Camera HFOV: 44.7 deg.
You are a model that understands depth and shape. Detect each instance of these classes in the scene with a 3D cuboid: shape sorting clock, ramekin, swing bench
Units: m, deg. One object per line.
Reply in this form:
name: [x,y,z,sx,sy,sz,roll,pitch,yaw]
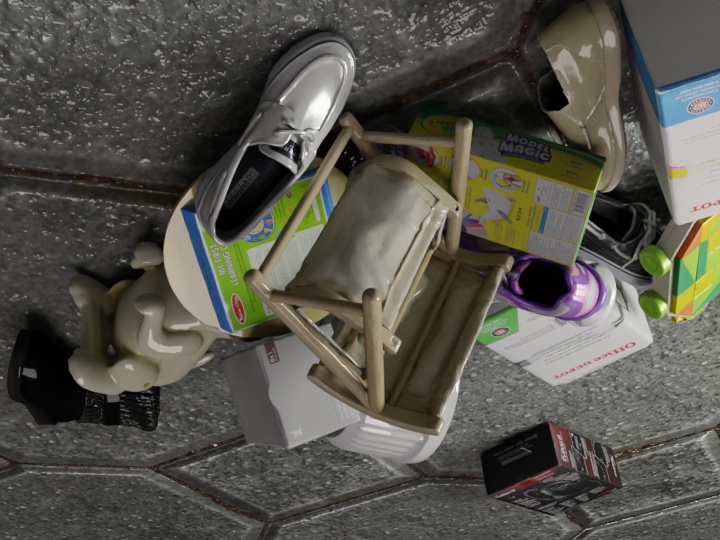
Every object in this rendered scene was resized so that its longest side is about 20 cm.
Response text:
shape sorting clock: [-0.087,-0.023,0.834,0.199,0.039,0.201,-10,122,-17]
ramekin: [0.018,0.114,0.991,0.105,0.201,0.200,9,142,-23]
swing bench: [0.028,0.002,0.771,0.129,0.199,0.200,9,145,30]

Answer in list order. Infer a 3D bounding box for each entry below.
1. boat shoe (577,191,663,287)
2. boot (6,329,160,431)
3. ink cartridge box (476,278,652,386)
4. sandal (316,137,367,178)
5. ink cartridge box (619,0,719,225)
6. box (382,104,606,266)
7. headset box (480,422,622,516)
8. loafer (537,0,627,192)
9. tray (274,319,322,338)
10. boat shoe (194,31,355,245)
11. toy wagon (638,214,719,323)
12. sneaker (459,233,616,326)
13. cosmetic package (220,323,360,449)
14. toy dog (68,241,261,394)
boat shoe: [0.280,-0.041,0.927,0.199,0.074,0.068,24,150,-22]
boot: [-0.329,0.136,1.071,0.157,0.080,0.211,4,154,-2]
ink cartridge box: [0.227,0.047,1.029,0.146,0.084,0.200,-30,138,29]
sandal: [-0.075,-0.074,0.858,0.200,0.048,0.075,-27,136,6]
ink cartridge box: [0.306,-0.144,0.742,0.128,0.126,0.200,-16,143,14]
box: [0.116,-0.081,0.817,0.199,0.048,0.118,18,148,13]
headset box: [0.306,0.328,1.436,0.200,0.077,0.149,26,133,-35]
loafer: [0.192,-0.148,0.771,0.068,0.076,0.200,-11,135,9]
tray: [-0.085,0.053,1.046,0.107,0.022,0.200,-25,140,26]
boat shoe: [-0.065,-0.104,0.734,0.073,0.065,0.200,26,105,-29]
toy wagon: [0.363,-0.009,0.934,0.155,0.040,0.200,-35,138,-16]
sneaker: [0.155,0.003,0.897,0.200,0.081,0.088,15,-174,34]
cosmetic package: [-0.080,0.123,0.922,0.090,0.107,0.200,-16,178,-23]
toy dog: [-0.183,0.051,0.931,0.199,0.140,0.194,-27,134,20]
